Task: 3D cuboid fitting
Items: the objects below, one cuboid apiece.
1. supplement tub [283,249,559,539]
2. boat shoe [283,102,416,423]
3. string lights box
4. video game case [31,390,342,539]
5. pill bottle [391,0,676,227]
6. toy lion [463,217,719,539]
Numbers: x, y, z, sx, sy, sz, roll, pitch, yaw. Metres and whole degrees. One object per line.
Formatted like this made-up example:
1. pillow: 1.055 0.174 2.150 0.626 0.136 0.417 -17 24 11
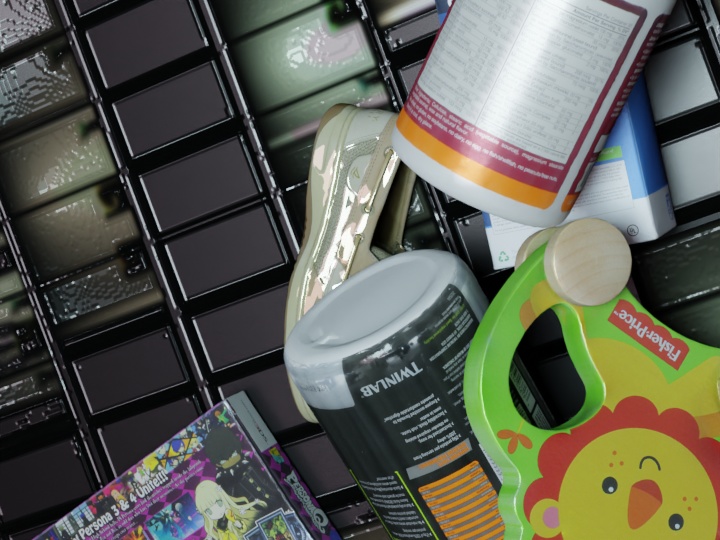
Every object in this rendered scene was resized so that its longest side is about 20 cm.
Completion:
1. supplement tub: 0.051 0.098 1.132 0.122 0.123 0.200 -21 112 24
2. boat shoe: 0.000 0.000 1.186 0.065 0.072 0.201 11 98 21
3. string lights box: 0.111 -0.110 1.126 0.103 0.059 0.201 -10 95 23
4. video game case: -0.105 0.208 1.281 0.200 0.036 0.181 -37 85 23
5. pill bottle: 0.103 -0.133 1.034 0.109 0.110 0.200 30 107 15
6. toy lion: 0.139 0.099 1.067 0.200 0.069 0.192 36 77 -11
